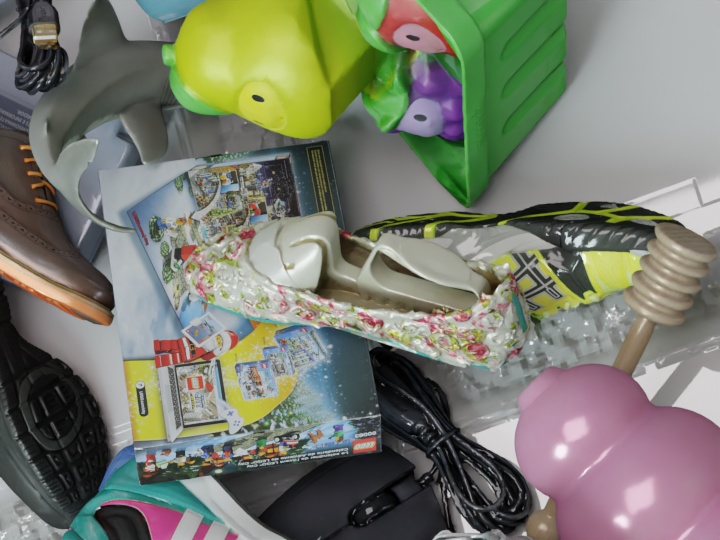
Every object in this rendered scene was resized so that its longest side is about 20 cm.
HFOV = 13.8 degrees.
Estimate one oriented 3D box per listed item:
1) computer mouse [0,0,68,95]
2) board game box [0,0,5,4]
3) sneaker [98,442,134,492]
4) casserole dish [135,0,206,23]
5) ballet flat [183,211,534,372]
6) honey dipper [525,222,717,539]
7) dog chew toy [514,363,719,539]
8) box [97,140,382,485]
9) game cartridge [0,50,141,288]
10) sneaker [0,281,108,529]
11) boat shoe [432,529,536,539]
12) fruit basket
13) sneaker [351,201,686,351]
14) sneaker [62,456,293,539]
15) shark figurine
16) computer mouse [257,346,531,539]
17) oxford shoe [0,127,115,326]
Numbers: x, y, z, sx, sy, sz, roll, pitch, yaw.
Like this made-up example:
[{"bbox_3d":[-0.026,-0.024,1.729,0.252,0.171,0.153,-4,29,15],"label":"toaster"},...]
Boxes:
[{"bbox_3d":[-0.245,-0.084,1.718,0.200,0.044,0.110,-39,33,7],"label":"computer mouse"},{"bbox_3d":[-0.219,-0.281,1.839,0.199,0.041,0.200,-33,69,-1],"label":"board game box"},{"bbox_3d":[-0.142,0.195,1.701,0.079,0.089,0.200,8,80,23],"label":"sneaker"},{"bbox_3d":[-0.047,-0.185,1.740,0.200,0.121,0.039,-18,95,12],"label":"casserole dish"},{"bbox_3d":[0.000,0.000,1.633,0.200,0.064,0.076,12,48,10],"label":"ballet flat"},{"bbox_3d":[0.137,0.068,1.632,0.038,0.038,0.200,32,110,22],"label":"honey dipper"},{"bbox_3d":[0.161,0.130,1.578,0.125,0.125,0.200,-45,86,5],"label":"dog chew toy"},{"bbox_3d":[-0.070,0.021,1.682,0.137,0.038,0.200,-7,53,-5],"label":"box"},{"bbox_3d":[-0.235,-0.069,1.819,0.200,0.041,0.133,26,84,22],"label":"game cartridge"},{"bbox_3d":[-0.225,0.074,1.771,0.091,0.076,0.200,-42,76,34],"label":"sneaker"},{"bbox_3d":[0.062,0.166,1.580,0.069,0.200,0.072,31,88,-7],"label":"boat shoe"},{"bbox_3d":[0.004,-0.121,1.652,0.216,0.216,0.156,-42,68,6],"label":"fruit basket"},{"bbox_3d":[0.095,0.004,1.682,0.200,0.075,0.076,-2,98,21],"label":"sneaker"},{"bbox_3d":[-0.095,0.181,1.614,0.121,0.084,0.200,-37,49,-19],"label":"sneaker"},{"bbox_3d":[-0.152,-0.106,1.704,0.128,0.214,0.090,16,120,16],"label":"shark figurine"},{"bbox_3d":[-0.016,0.149,1.688,0.200,0.053,0.139,-45,70,5],"label":"computer mouse"},{"bbox_3d":[-0.206,-0.043,1.749,0.200,0.071,0.073,40,89,22],"label":"oxford shoe"}]
